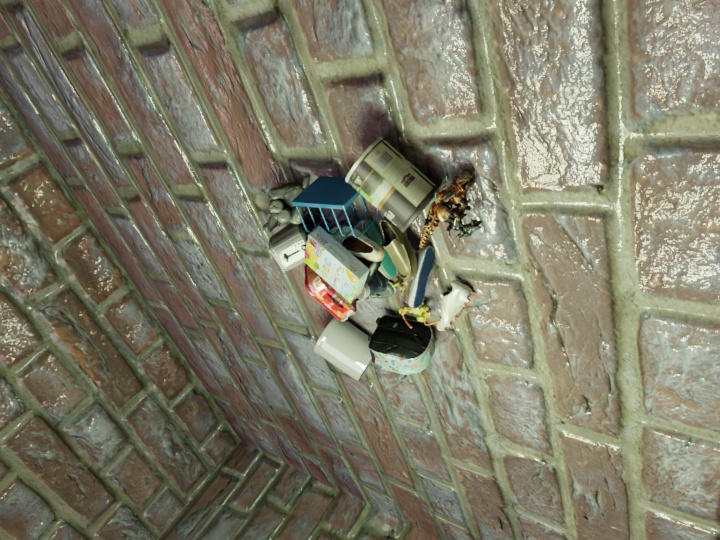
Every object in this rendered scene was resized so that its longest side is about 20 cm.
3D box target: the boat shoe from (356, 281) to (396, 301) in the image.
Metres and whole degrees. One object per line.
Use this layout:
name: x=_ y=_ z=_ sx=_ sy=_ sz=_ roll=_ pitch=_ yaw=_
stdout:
boat shoe: x=0.035 y=0.075 z=1.797 sx=0.199 sy=0.062 sz=0.073 roll=-6 pitch=123 yaw=47

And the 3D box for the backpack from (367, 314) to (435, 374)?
backpack: x=0.143 y=0.248 z=1.777 sx=0.199 sy=0.178 sz=0.151 roll=4 pitch=135 yaw=28

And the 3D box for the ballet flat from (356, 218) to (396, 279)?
ballet flat: x=0.047 y=-0.064 z=1.643 sx=0.067 sy=0.068 sz=0.201 roll=-6 pitch=113 yaw=52

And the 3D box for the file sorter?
file sorter: x=-0.066 y=-0.180 z=1.560 sx=0.199 sy=0.139 sz=0.123 roll=9 pitch=134 yaw=38

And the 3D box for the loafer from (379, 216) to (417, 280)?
loafer: x=0.100 y=-0.064 z=1.523 sx=0.076 sy=0.067 sz=0.201 roll=-24 pitch=83 yaw=55

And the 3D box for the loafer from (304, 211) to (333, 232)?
loafer: x=-0.099 y=-0.104 z=1.732 sx=0.201 sy=0.068 sz=0.070 roll=48 pitch=155 yaw=-2

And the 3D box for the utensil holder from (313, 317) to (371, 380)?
utensil holder: x=-0.046 y=0.286 z=2.013 sx=0.199 sy=0.170 sz=0.170 roll=33 pitch=144 yaw=8

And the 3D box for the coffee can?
coffee can: x=0.082 y=-0.216 z=1.372 sx=0.200 sy=0.146 sz=0.146 roll=42 pitch=145 yaw=2

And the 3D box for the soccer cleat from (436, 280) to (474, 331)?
soccer cleat: x=0.266 y=0.104 z=1.605 sx=0.077 sy=0.069 sz=0.201 roll=39 pitch=138 yaw=13

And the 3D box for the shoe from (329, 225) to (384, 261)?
shoe: x=-0.019 y=-0.083 z=1.559 sx=0.199 sy=0.053 sz=0.070 roll=26 pitch=98 yaw=34

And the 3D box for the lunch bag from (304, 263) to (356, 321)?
lunch bag: x=-0.092 y=0.063 z=1.722 sx=0.082 sy=0.177 sz=0.200 roll=-34 pitch=123 yaw=17

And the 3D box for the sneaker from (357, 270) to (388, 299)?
sneaker: x=0.000 y=0.002 z=1.702 sx=0.202 sy=0.146 sz=0.077 roll=48 pitch=132 yaw=26

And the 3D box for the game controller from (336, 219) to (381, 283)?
game controller: x=-0.019 y=-0.058 z=1.614 sx=0.104 sy=0.042 sz=0.200 roll=-50 pitch=63 yaw=18

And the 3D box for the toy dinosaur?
toy dinosaur: x=0.211 y=-0.143 z=1.324 sx=0.135 sy=0.103 sz=0.200 roll=32 pitch=121 yaw=-33

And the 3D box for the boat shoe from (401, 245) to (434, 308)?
boat shoe: x=0.155 y=0.012 z=1.572 sx=0.072 sy=0.072 sz=0.201 roll=30 pitch=120 yaw=33

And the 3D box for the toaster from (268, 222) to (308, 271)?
toaster: x=-0.217 y=-0.084 z=1.735 sx=0.114 sy=0.129 sz=0.200 roll=60 pitch=-178 yaw=-24

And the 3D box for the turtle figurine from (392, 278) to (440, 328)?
turtle figurine: x=0.173 y=0.098 z=1.683 sx=0.162 sy=0.064 sz=0.200 roll=63 pitch=156 yaw=-11

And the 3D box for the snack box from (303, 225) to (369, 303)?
snack box: x=-0.074 y=-0.016 z=1.569 sx=0.200 sy=0.053 sz=0.143 roll=41 pitch=150 yaw=14

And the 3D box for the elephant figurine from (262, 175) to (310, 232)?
elephant figurine: x=-0.238 y=-0.205 z=1.721 sx=0.200 sy=0.154 sz=0.143 roll=169 pitch=94 yaw=-78
